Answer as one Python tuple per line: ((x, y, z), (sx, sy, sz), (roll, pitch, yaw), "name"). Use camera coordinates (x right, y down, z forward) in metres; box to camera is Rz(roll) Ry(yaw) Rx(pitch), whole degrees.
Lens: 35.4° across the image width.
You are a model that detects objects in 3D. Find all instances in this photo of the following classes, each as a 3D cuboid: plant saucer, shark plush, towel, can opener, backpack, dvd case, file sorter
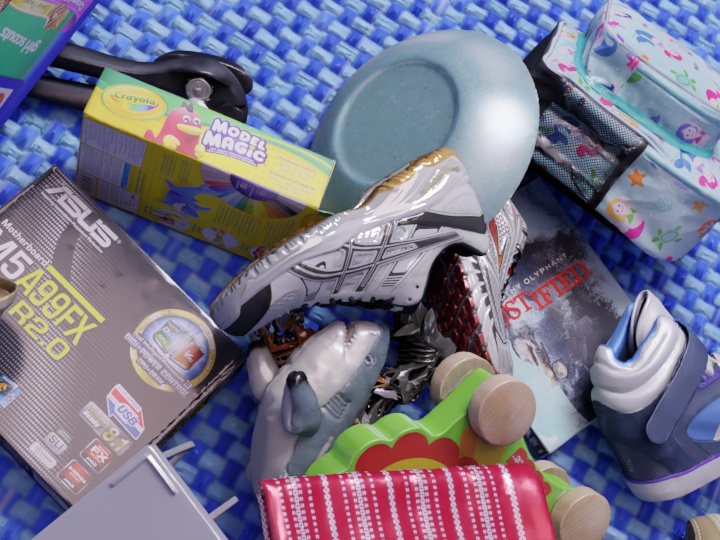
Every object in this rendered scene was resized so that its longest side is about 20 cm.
((0.034, -0.104, 0.847), (0.039, 0.200, 0.202), (37, 45, -50), "plant saucer")
((-0.027, 0.133, 0.754), (0.083, 0.091, 0.201), (3, 88, -26), "shark plush")
((0.042, 0.186, 0.668), (0.199, 0.022, 0.145), (2, 60, -29), "towel")
((-0.182, -0.141, 0.867), (0.199, 0.079, 0.064), (4, 104, -10), "can opener")
((0.217, -0.110, 0.902), (0.200, 0.151, 0.178), (43, 28, -5), "backpack")
((0.141, 0.029, 0.907), (0.146, 0.022, 0.200), (-30, 79, -24), "dvd case")
((-0.106, 0.223, 0.690), (0.139, 0.125, 0.200), (-39, 83, 3), "file sorter")

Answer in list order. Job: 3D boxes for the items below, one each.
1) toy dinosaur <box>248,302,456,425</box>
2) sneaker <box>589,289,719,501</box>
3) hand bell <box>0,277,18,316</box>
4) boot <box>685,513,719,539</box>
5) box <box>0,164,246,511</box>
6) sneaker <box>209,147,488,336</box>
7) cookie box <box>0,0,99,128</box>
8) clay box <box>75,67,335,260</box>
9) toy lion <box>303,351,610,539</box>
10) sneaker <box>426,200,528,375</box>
((0.001, 0.089, 0.821), (0.136, 0.102, 0.200), (-38, 112, -11), "toy dinosaur")
((0.267, 0.073, 0.870), (0.199, 0.081, 0.147), (-26, 105, -17), "sneaker")
((-0.261, 0.111, 0.706), (0.104, 0.104, 0.201), (-4, 103, -17), "hand bell")
((0.198, 0.248, 0.804), (0.154, 0.072, 0.200), (-5, 27, 14), "boot")
((-0.205, 0.049, 0.788), (0.200, 0.044, 0.160), (45, 66, 4), "box")
((0.000, 0.000, 0.740), (0.200, 0.076, 0.088), (-31, 98, -13), "sneaker")
((-0.260, -0.174, 0.750), (0.075, 0.171, 0.200), (40, 94, 4), "cookie box")
((-0.104, -0.064, 0.821), (0.199, 0.115, 0.048), (21, 63, -8), "clay box")
((0.055, 0.168, 0.771), (0.192, 0.069, 0.200), (-43, 121, -10), "toy lion")
((0.095, -0.010, 0.855), (0.082, 0.078, 0.201), (0, 69, -17), "sneaker")
